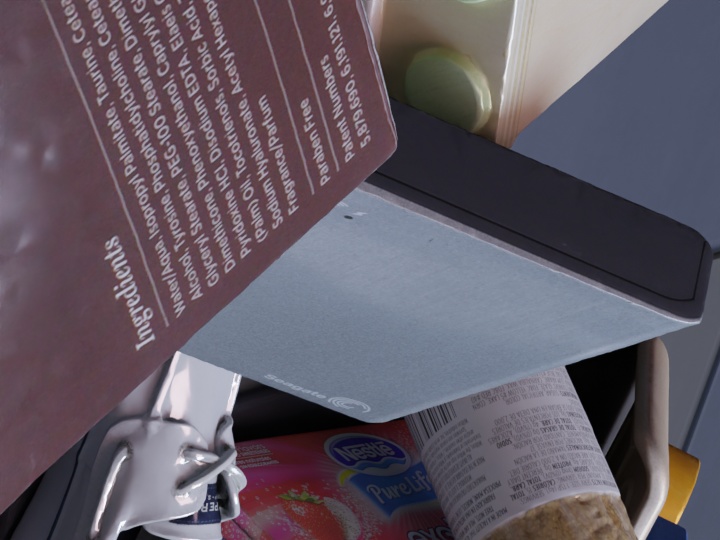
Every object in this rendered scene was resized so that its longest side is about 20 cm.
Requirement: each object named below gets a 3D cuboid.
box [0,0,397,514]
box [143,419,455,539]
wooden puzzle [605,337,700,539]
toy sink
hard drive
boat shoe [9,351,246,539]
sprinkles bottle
[{"bbox_3d":[-0.124,-0.059,0.777,0.200,0.166,0.165,-43,144,-22],"label":"box"},{"bbox_3d":[-0.002,0.128,1.186,0.200,0.095,0.100,-4,130,-53],"label":"box"},{"bbox_3d":[0.108,0.145,1.333,0.185,0.046,0.201,-66,177,-75],"label":"wooden puzzle"},{"bbox_3d":[0.014,-0.116,0.923,0.200,0.130,0.112,-42,148,-47],"label":"toy sink"},{"bbox_3d":[0.000,0.000,0.957,0.139,0.200,0.033,21,69,-24],"label":"hard drive"},{"bbox_3d":[-0.072,0.076,1.075,0.073,0.065,0.201,0,118,-54],"label":"boat shoe"},{"bbox_3d":[0.061,0.078,1.134,0.068,0.201,0.068,-19,156,-9],"label":"sprinkles bottle"}]
